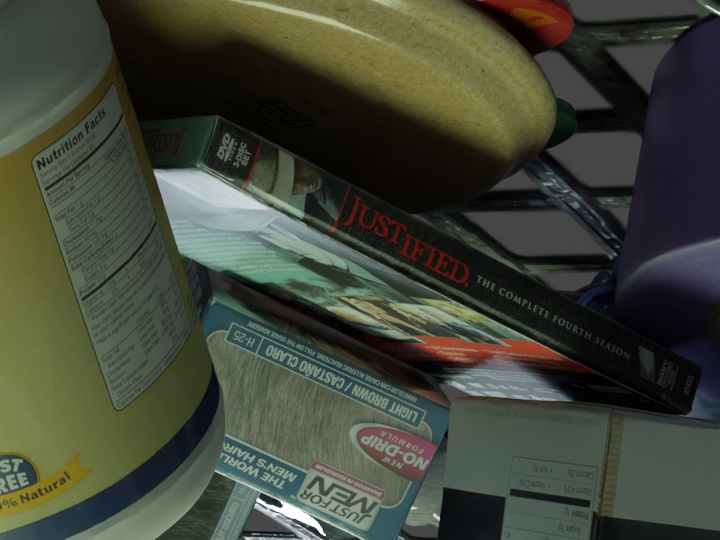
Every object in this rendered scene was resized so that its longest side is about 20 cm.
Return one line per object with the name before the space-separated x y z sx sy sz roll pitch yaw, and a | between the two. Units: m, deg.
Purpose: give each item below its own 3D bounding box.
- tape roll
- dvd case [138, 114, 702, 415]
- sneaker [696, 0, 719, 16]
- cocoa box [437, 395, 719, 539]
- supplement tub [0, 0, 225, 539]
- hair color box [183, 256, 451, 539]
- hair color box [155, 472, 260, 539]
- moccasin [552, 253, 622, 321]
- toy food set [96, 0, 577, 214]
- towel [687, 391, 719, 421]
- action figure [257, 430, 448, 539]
tape roll | 0.188 -0.010 0.994 0.199 0.085 0.200 11 159 4
dvd case | 0.000 0.000 1.021 0.200 0.022 0.146 25 169 -25
sneaker | 0.121 -0.097 0.796 0.200 0.089 0.074 20 157 -25
cocoa box | 0.136 0.121 1.020 0.199 0.132 0.133 9 176 -20
supplement tub | -0.133 -0.012 0.922 0.144 0.144 0.200 0 120 30
hair color box | -0.028 0.042 1.158 0.100 0.061 0.200 25 -175 -8
hair color box | -0.112 0.081 1.269 0.061 0.099 0.200 22 -174 -25
moccasin | 0.113 0.033 1.182 0.200 0.068 0.080 24 165 -26
toy food set | -0.024 -0.072 1.000 0.200 0.049 0.198 24 157 -28
towel | 0.175 0.095 1.146 0.171 0.200 0.048 19 -169 -18
action figure | -0.011 0.093 1.365 0.200 0.105 0.193 29 163 -35
